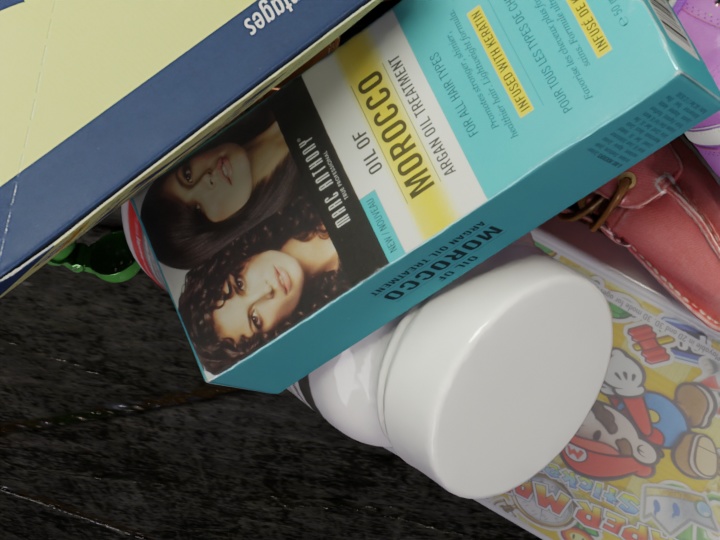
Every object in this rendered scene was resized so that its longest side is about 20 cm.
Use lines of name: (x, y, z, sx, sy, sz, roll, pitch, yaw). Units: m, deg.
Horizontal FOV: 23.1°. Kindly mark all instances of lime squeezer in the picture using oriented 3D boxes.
lime squeezer: (-0.176, -0.022, 1.109, 0.200, 0.038, 0.071, 14, 158, -9)

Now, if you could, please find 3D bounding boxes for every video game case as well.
video game case: (0.097, 0.059, 0.822, 0.200, 0.023, 0.182, 29, 136, 11)

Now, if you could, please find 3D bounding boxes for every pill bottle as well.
pill bottle: (0.000, 0.000, 0.721, 0.200, 0.114, 0.114, 35, 178, 40)

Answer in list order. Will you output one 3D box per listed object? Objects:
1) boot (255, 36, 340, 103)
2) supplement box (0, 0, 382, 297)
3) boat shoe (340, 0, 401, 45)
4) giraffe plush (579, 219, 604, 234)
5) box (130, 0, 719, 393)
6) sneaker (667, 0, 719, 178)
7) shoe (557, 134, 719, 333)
boot: (-0.087, -0.088, 0.699, 0.155, 0.200, 0.074, 19, -173, -5)
supplement box: (-0.125, -0.109, 0.551, 0.200, 0.200, 0.134, 52, 148, -6)
boat shoe: (-0.041, -0.098, 0.835, 0.200, 0.072, 0.068, -11, 148, 21)
giraffe plush: (0.123, 0.039, 0.900, 0.172, 0.162, 0.200, -13, 173, 20)
box: (0.018, -0.041, 0.615, 0.200, 0.082, 0.049, -34, 158, 21)
sneaker: (0.172, -0.089, 0.578, 0.114, 0.073, 0.200, 46, 138, -11)
shoe: (0.094, -0.039, 0.728, 0.091, 0.200, 0.072, -19, 151, -24)
